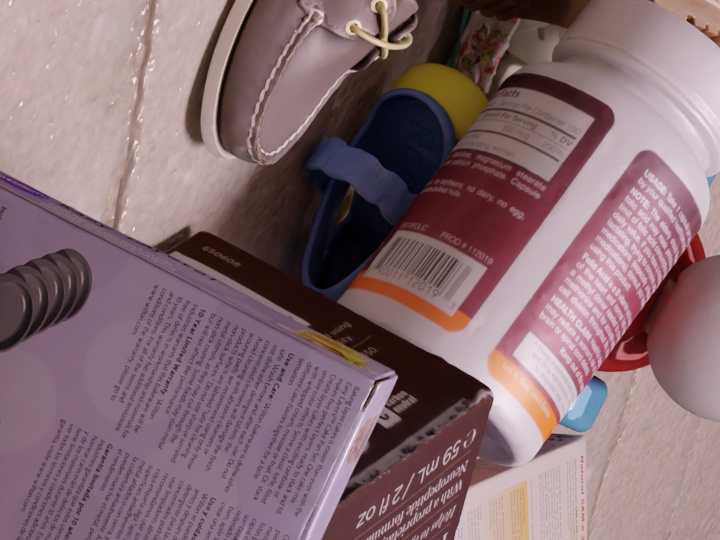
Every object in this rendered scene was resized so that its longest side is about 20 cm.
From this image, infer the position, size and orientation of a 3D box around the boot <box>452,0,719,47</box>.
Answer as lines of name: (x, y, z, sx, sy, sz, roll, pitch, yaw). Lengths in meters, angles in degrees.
boot: (0.093, -0.172, 1.313, 0.200, 0.075, 0.108, 20, 62, -41)

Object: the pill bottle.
pill bottle: (0.087, -0.021, 1.259, 0.200, 0.114, 0.114, -52, 155, -14)

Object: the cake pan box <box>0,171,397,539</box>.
cake pan box: (-0.109, 0.087, 1.034, 0.201, 0.184, 0.052, -66, 169, 5)

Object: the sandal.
sandal: (0.000, 0.000, 1.325, 0.087, 0.079, 0.201, -20, 126, -49)

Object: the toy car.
toy car: (0.193, 0.029, 1.584, 0.185, 0.200, 0.177, -63, 161, 3)

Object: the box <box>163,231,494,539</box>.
box: (-0.069, 0.123, 1.185, 0.166, 0.164, 0.201, -32, 143, -50)

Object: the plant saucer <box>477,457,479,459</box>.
plant saucer: (0.080, 0.009, 1.443, 0.200, 0.037, 0.201, -72, -172, -84)

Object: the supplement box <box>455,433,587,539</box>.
supplement box: (0.058, 0.169, 1.576, 0.200, 0.073, 0.127, -13, 104, -61)

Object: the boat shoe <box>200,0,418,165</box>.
boat shoe: (0.002, -0.129, 1.193, 0.200, 0.059, 0.072, -59, 157, -9)

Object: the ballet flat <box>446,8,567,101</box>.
ballet flat: (0.073, -0.091, 1.383, 0.076, 0.064, 0.201, -3, 118, -63)
